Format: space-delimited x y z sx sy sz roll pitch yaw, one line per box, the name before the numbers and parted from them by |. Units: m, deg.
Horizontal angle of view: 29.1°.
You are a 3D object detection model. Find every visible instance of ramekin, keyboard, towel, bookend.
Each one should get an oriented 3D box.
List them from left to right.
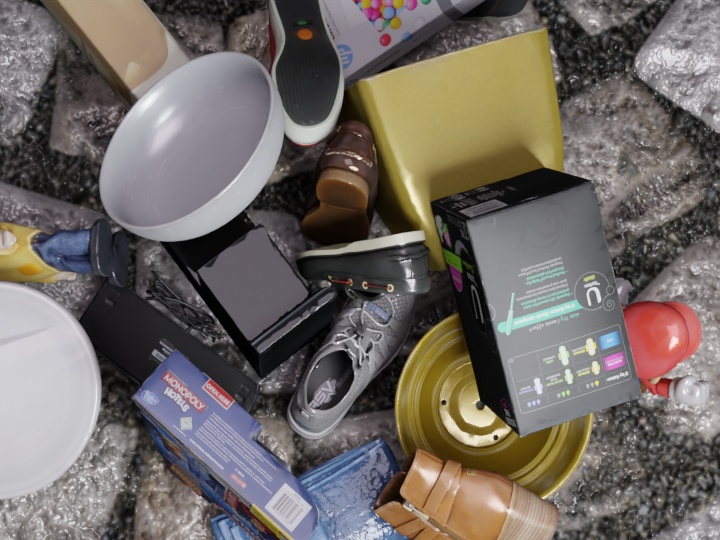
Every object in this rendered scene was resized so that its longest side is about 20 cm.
ramekin | -0.344 0.109 1.332 0.199 0.094 0.206 0 93 -5
keyboard | -0.185 0.079 1.410 0.199 0.040 0.105 36 101 2
bookend | -0.120 -0.011 1.342 0.092 0.199 0.201 -36 83 -9
towel | -0.039 0.254 1.371 0.198 0.049 0.113 -25 82 -10

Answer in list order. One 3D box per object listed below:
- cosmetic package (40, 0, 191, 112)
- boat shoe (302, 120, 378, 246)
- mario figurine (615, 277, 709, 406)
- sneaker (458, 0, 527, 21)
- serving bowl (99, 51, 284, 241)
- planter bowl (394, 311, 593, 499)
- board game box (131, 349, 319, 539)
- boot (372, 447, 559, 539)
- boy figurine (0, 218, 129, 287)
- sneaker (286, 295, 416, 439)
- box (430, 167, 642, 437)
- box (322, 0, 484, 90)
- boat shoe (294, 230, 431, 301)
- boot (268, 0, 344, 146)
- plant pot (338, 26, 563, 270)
cosmetic package | -0.251 -0.244 1.429 0.071 0.105 0.201 -38 82 -11
boat shoe | -0.014 -0.081 1.368 0.069 0.200 0.071 13 70 -5
mario figurine | 0.287 0.070 1.361 0.122 0.200 0.107 26 78 0
sneaker | 0.088 -0.309 1.470 0.197 0.106 0.076 -7 79 -6
serving bowl | -0.149 -0.106 1.305 0.198 0.066 0.202 -19 50 23
planter bowl | 0.127 0.136 1.385 0.197 0.083 0.204 0 88 -6
board game box | -0.119 0.183 1.290 0.200 0.200 0.062 41 72 5
boot | 0.079 0.261 1.323 0.153 0.074 0.202 24 116 -8
boy figurine | -0.333 -0.012 1.366 0.197 0.124 0.065 -6 72 13
sneaker | -0.001 0.080 1.393 0.074 0.082 0.202 30 77 2
box | 0.157 0.024 1.262 0.123 0.149 0.203 -17 102 -6
box | 0.028 -0.305 1.443 0.199 0.041 0.157 -31 71 20
boat shoe | -0.002 0.000 1.361 0.073 0.200 0.064 -11 93 -33
boot | -0.060 -0.173 1.397 0.071 0.145 0.202 -2 52 -8
plant pot | 0.098 -0.109 1.393 0.193 0.194 0.203 -16 93 -8
